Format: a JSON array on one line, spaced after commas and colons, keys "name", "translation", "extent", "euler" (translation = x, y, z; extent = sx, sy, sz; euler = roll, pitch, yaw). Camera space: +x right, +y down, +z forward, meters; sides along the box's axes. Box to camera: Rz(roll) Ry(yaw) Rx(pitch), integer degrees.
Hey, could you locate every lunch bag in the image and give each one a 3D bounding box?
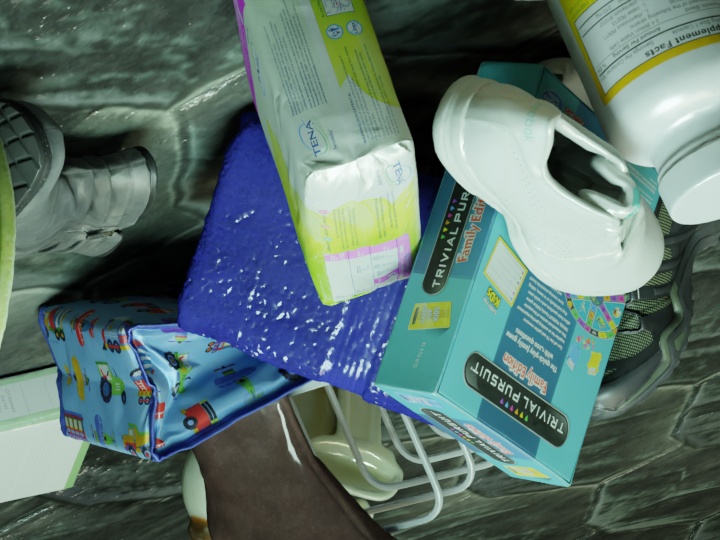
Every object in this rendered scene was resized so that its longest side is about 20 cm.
[{"name": "lunch bag", "translation": [-0.088, 0.051, 1.738], "extent": [0.200, 0.094, 0.150], "euler": [-15, -169, -28]}]

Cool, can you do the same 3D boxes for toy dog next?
[{"name": "toy dog", "translation": [-0.071, 0.146, 1.998], "extent": [0.193, 0.140, 0.200], "euler": [3, 152, -20]}]

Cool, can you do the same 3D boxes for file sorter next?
[{"name": "file sorter", "translation": [0.034, 0.089, 1.835], "extent": [0.139, 0.125, 0.200], "euler": [-19, -170, 37]}]

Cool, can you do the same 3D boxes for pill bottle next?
[{"name": "pill bottle", "translation": [0.167, -0.129, 1.451], "extent": [0.104, 0.200, 0.104], "euler": [-18, 160, -7]}]

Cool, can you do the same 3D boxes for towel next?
[{"name": "towel", "translation": [0.000, 0.000, 1.599], "extent": [0.199, 0.148, 0.050], "euler": [20, -169, 2]}]

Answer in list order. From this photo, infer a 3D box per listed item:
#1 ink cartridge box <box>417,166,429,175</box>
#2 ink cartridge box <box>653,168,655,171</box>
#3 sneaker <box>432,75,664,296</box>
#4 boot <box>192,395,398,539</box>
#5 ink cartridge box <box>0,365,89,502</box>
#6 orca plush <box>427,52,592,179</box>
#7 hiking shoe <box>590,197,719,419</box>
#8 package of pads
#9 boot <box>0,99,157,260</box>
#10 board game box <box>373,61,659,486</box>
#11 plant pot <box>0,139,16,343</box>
[{"name": "ink cartridge box", "translation": [0.094, -0.019, 1.726], "extent": [0.200, 0.085, 0.144], "euler": [-5, -165, -37]}, {"name": "ink cartridge box", "translation": [0.296, -0.115, 1.610], "extent": [0.175, 0.084, 0.200], "euler": [-1, -171, 33]}, {"name": "sneaker", "translation": [0.124, -0.037, 1.432], "extent": [0.088, 0.075, 0.200], "euler": [9, 162, 41]}, {"name": "boot", "translation": [-0.028, 0.160, 1.734], "extent": [0.200, 0.167, 0.072], "euler": [-3, -155, 39]}, {"name": "ink cartridge box", "translation": [-0.292, 0.133, 1.875], "extent": [0.199, 0.048, 0.146], "euler": [-12, 157, -22]}, {"name": "orca plush", "translation": [0.111, -0.092, 1.671], "extent": [0.200, 0.105, 0.071], "euler": [-30, -156, -30]}, {"name": "hiking shoe", "translation": [0.164, -0.007, 1.650], "extent": [0.101, 0.200, 0.076], "euler": [36, 159, -32]}, {"name": "package of pads", "translation": [-0.018, -0.081, 1.460], "extent": [0.068, 0.155, 0.200], "euler": [-18, 158, -4]}, {"name": "boot", "translation": [-0.174, -0.054, 1.522], "extent": [0.131, 0.070, 0.200], "euler": [-12, 169, -29]}, {"name": "board game box", "translation": [0.095, 0.003, 1.511], "extent": [0.047, 0.200, 0.151], "euler": [7, 161, 39]}, {"name": "plant pot", "translation": [-0.305, -0.007, 1.361], "extent": [0.184, 0.201, 0.200], "euler": [10, 145, -34]}]
